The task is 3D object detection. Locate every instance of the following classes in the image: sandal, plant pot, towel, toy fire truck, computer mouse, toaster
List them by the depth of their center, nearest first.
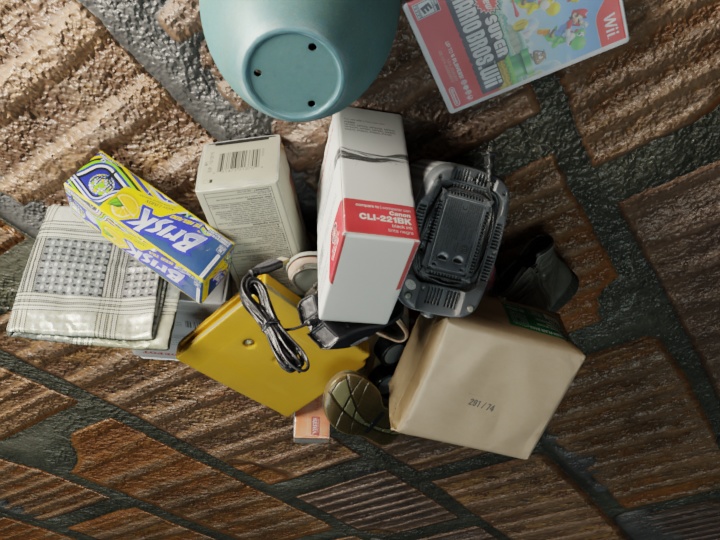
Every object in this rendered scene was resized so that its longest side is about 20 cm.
[{"bbox_3d":[-0.057,-0.218,0.594,0.196,0.136,0.202,-1,140,-1],"label":"plant pot"},{"bbox_3d":[-0.049,0.038,0.755,0.199,0.141,0.046,-24,157,-40],"label":"computer mouse"},{"bbox_3d":[0.094,-0.052,0.756,0.112,0.129,0.203,11,102,-15],"label":"toaster"},{"bbox_3d":[-0.316,0.002,0.804,0.196,0.195,0.035,6,146,-7],"label":"towel"},{"bbox_3d":[0.002,0.191,0.905,0.080,0.054,0.200,-46,139,1],"label":"sandal"},{"bbox_3d":[0.092,0.129,0.989,0.197,0.129,0.178,-14,132,-28],"label":"toy fire truck"}]

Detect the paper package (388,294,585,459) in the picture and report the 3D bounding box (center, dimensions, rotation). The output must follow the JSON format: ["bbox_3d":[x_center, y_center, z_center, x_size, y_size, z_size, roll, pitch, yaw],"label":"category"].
[{"bbox_3d":[0.158,0.133,0.849,0.197,0.104,0.193,15,117,-11],"label":"paper package"}]

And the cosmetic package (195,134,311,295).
[{"bbox_3d":[-0.127,-0.061,0.812,0.101,0.088,0.202,-6,138,3],"label":"cosmetic package"}]

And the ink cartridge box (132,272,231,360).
[{"bbox_3d":[-0.261,0.054,0.925,0.144,0.087,0.201,5,150,-8],"label":"ink cartridge box"}]

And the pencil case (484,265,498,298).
[{"bbox_3d":[0.157,0.020,0.919,0.086,0.088,0.201,-8,140,9],"label":"pencil case"}]

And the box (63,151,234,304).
[{"bbox_3d":[-0.250,-0.050,0.769,0.199,0.065,0.070,34,149,2],"label":"box"}]

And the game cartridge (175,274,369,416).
[{"bbox_3d":[-0.109,0.105,0.842,0.175,0.033,0.199,-36,128,24],"label":"game cartridge"}]

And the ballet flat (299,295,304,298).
[{"bbox_3d":[0.000,0.000,0.901,0.196,0.068,0.068,-8,146,9],"label":"ballet flat"}]

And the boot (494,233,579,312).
[{"bbox_3d":[0.218,0.049,0.907,0.130,0.068,0.201,34,93,-44],"label":"boot"}]

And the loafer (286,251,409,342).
[{"bbox_3d":[-0.007,0.037,0.831,0.198,0.064,0.072,25,127,-36],"label":"loafer"}]

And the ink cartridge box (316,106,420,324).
[{"bbox_3d":[0.001,-0.064,0.725,0.082,0.202,0.145,5,140,-12],"label":"ink cartridge box"}]

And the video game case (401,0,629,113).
[{"bbox_3d":[0.158,-0.252,0.647,0.197,0.018,0.143,-19,136,19],"label":"video game case"}]

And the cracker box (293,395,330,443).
[{"bbox_3d":[-0.078,0.207,1.040,0.057,0.136,0.200,3,163,-4],"label":"cracker box"}]
